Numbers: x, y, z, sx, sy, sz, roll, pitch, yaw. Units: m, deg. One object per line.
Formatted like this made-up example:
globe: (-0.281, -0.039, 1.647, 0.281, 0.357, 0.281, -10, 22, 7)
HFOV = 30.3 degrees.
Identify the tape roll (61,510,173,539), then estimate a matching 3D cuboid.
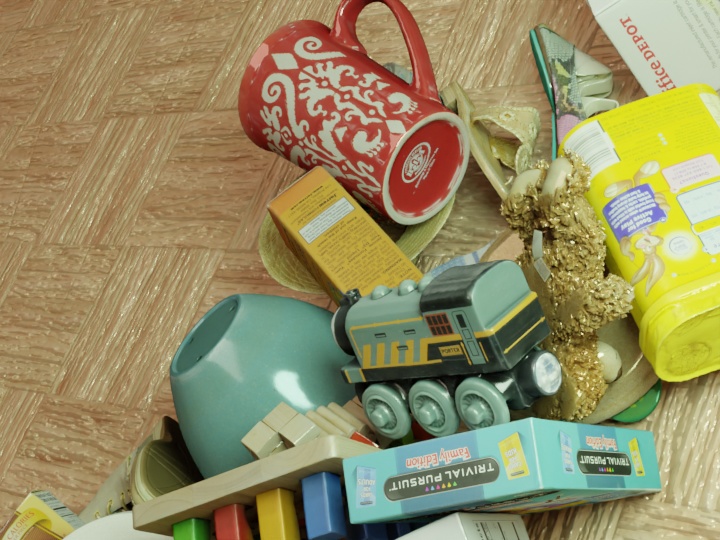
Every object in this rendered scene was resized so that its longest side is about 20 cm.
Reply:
tape roll: (-0.188, 0.306, 1.117, 0.204, 0.202, 0.037, -51, -4, -5)

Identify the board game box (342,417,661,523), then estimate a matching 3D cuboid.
board game box: (0.105, 0.146, 0.945, 0.149, 0.199, 0.048, -17, 73, 32)

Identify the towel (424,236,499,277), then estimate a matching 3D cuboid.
towel: (0.104, 0.038, 1.177, 0.198, 0.024, 0.148, -26, 45, 25)

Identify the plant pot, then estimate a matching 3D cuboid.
plant pot: (-0.090, 0.100, 1.174, 0.199, 0.135, 0.201, -40, 21, 19)

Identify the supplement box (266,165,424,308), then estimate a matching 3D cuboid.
supplement box: (0.000, 0.000, 1.141, 0.068, 0.067, 0.200, -37, 52, -10)

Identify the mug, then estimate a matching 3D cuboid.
mug: (-0.002, -0.151, 1.214, 0.132, 0.180, 0.199, -20, 40, -35)

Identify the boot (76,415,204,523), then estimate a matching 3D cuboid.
boot: (-0.218, 0.229, 1.246, 0.155, 0.072, 0.200, -47, 9, 4)

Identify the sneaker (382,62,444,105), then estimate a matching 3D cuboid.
sneaker: (0.027, -0.163, 1.388, 0.075, 0.081, 0.200, -63, 17, -3)

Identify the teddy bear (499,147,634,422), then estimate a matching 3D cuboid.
teddy bear: (0.155, 0.010, 0.986, 0.145, 0.066, 0.203, -45, 54, 57)

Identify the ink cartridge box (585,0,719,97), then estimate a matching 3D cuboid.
ink cartridge box: (0.299, -0.266, 1.145, 0.198, 0.147, 0.147, -31, 42, 20)

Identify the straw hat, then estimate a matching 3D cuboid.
straw hat: (0.009, -0.025, 1.269, 0.198, 0.086, 0.203, -13, 45, 13)

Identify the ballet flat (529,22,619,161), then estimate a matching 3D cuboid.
ballet flat: (0.201, -0.150, 1.217, 0.070, 0.069, 0.202, -12, 52, 12)

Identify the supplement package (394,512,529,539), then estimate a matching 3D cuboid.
supplement package: (0.035, 0.279, 0.931, 0.198, 0.110, 0.158, -29, 68, 22)

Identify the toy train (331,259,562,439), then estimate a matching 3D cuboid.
toy train: (0.058, 0.057, 0.973, 0.085, 0.115, 0.199, -32, 15, -38)

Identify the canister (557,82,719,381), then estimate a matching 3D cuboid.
canister: (0.247, -0.035, 0.997, 0.146, 0.087, 0.202, -18, 54, -3)

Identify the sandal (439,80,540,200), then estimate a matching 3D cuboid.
sandal: (0.134, -0.136, 1.252, 0.069, 0.078, 0.213, -36, 34, 11)

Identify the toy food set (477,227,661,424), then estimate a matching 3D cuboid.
toy food set: (0.173, 0.038, 1.073, 0.196, 0.049, 0.202, -25, 57, 17)

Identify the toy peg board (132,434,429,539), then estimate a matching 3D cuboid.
toy peg board: (-0.039, 0.220, 1.041, 0.197, 0.199, 0.099, -23, 63, 27)

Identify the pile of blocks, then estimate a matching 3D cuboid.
pile of blocks: (0.001, 0.145, 1.067, 0.062, 0.198, 0.083, 28, 116, 47)

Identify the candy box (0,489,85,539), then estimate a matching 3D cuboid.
candy box: (-0.246, 0.302, 1.166, 0.199, 0.056, 0.117, 38, 86, 7)
